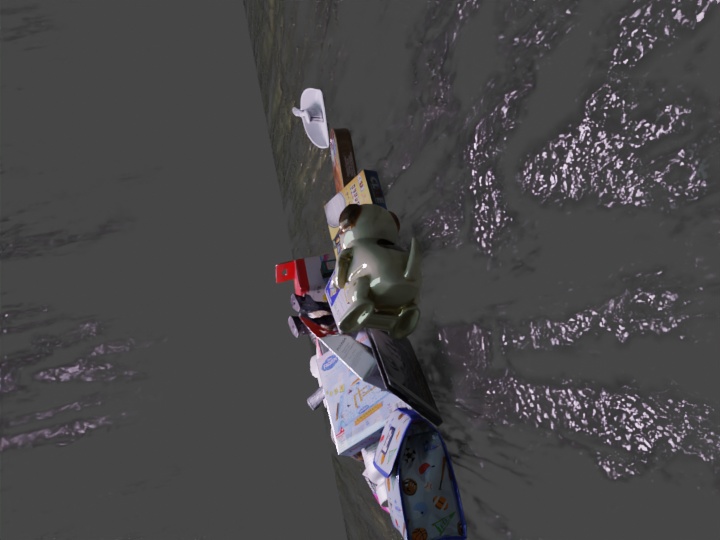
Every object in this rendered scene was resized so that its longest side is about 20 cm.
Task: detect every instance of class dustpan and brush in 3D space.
[{"bbox_3d":[-0.128,-0.383,2.141,0.200,0.056,0.143,-123,24,-68],"label":"dustpan and brush"}]

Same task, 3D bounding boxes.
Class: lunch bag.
[{"bbox_3d":[0.090,0.333,1.430,0.170,0.121,0.205,163,97,-81],"label":"lunch bag"}]

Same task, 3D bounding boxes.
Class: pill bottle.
[{"bbox_3d":[0.057,0.340,1.674,0.114,0.110,0.204,96,161,-61],"label":"pill bottle"}]

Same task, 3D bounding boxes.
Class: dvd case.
[{"bbox_3d":[0.064,0.153,1.462,0.148,0.016,0.202,41,-161,-38],"label":"dvd case"}]

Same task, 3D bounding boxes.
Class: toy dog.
[{"bbox_3d":[0.020,-0.019,1.425,0.196,0.136,0.203,113,149,-43],"label":"toy dog"}]

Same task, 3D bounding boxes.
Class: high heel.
[{"bbox_3d":[-0.004,0.294,1.767,0.201,0.142,0.071,48,-152,3],"label":"high heel"}]

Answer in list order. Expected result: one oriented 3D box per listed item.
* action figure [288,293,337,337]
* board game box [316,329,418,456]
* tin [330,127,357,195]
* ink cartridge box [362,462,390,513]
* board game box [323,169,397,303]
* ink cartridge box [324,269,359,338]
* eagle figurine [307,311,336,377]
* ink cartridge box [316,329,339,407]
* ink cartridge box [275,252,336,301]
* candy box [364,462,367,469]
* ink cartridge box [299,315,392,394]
[{"bbox_3d":[-0.056,0.095,1.861,0.069,0.196,0.133,39,124,53],"label":"action figure"},{"bbox_3d":[0.014,0.213,1.641,0.199,0.041,0.203,-36,55,31],"label":"board game box"},{"bbox_3d":[-0.030,-0.196,1.802,0.112,0.041,0.205,100,162,-76],"label":"tin"},{"bbox_3d":[0.060,0.461,1.797,0.096,0.037,0.199,61,161,-17],"label":"ink cartridge box"},{"bbox_3d":[0.003,-0.060,1.584,0.135,0.034,0.204,-36,59,44],"label":"board game box"},{"bbox_3d":[0.000,0.000,1.699,0.203,0.046,0.198,-62,19,15],"label":"ink cartridge box"},{"bbox_3d":[-0.059,0.156,2.156,0.153,0.148,0.203,-80,-16,-52],"label":"eagle figurine"},{"bbox_3d":[-0.019,0.203,1.881,0.202,0.141,0.086,94,160,-58],"label":"ink cartridge box"},{"bbox_3d":[-0.082,0.017,1.886,0.117,0.195,0.069,102,155,-69],"label":"ink cartridge box"},{"bbox_3d":[0.041,0.372,1.943,0.201,0.070,0.171,97,160,-64],"label":"candy box"},{"bbox_3d":[0.001,0.140,1.530,0.200,0.048,0.159,42,-173,39],"label":"ink cartridge box"}]
